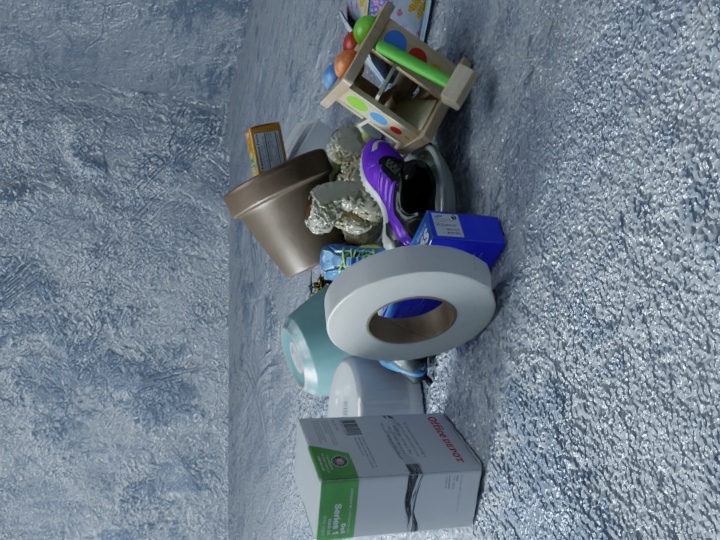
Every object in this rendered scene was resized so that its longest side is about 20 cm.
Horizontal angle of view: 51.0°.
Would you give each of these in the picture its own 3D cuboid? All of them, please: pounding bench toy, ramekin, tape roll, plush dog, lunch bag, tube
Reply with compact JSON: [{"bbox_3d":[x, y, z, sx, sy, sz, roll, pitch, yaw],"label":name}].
[{"bbox_3d":[0.048,-0.257,0.977,0.126,0.155,0.200,-61,14,-10],"label":"pounding bench toy"},{"bbox_3d":[0.016,0.223,1.135,0.200,0.096,0.205,-176,90,-73],"label":"ramekin"},{"bbox_3d":[0.057,0.043,0.870,0.204,0.199,0.038,117,153,-52],"label":"tape roll"},{"bbox_3d":[0.005,-0.113,1.242,0.173,0.158,0.203,89,-166,-63],"label":"plush dog"},{"bbox_3d":[0.034,-0.408,1.187,0.170,0.125,0.203,-109,21,-56],"label":"lunch bag"},{"bbox_3d":[-0.031,-0.185,1.381,0.200,0.058,0.052,-50,12,33],"label":"tube"}]

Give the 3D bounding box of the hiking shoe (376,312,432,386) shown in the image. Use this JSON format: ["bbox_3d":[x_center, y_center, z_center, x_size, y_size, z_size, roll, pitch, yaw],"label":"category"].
[{"bbox_3d":[0.023,0.097,1.085,0.199,0.074,0.088,34,147,50],"label":"hiking shoe"}]

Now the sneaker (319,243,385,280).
[{"bbox_3d":[0.000,0.000,1.058,0.200,0.103,0.077,-171,83,-76],"label":"sneaker"}]

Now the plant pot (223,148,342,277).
[{"bbox_3d":[-0.115,-0.089,1.307,0.177,0.198,0.200,65,163,-5],"label":"plant pot"}]

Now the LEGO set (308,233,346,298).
[{"bbox_3d":[-0.060,-0.038,1.417,0.154,0.114,0.204,168,105,-73],"label":"LEGO set"}]

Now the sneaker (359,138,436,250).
[{"bbox_3d":[0.057,-0.113,0.968,0.100,0.068,0.202,116,145,-46],"label":"sneaker"}]

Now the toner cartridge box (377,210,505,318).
[{"bbox_3d":[0.094,0.012,0.931,0.201,0.093,0.044,114,155,-48],"label":"toner cartridge box"}]

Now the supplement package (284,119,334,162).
[{"bbox_3d":[-0.091,-0.226,1.526,0.111,0.113,0.200,-59,19,-1],"label":"supplement package"}]

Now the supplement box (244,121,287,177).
[{"bbox_3d":[-0.168,-0.173,1.432,0.066,0.068,0.204,-177,78,-72],"label":"supplement box"}]

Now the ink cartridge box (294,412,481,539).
[{"bbox_3d":[0.029,0.245,0.919,0.146,0.196,0.086,-130,44,-67],"label":"ink cartridge box"}]

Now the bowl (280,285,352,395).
[{"bbox_3d":[-0.073,0.138,1.330,0.201,0.104,0.203,52,152,43],"label":"bowl"}]

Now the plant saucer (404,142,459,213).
[{"bbox_3d":[0.093,-0.072,1.031,0.200,0.049,0.204,-176,90,-73],"label":"plant saucer"}]
